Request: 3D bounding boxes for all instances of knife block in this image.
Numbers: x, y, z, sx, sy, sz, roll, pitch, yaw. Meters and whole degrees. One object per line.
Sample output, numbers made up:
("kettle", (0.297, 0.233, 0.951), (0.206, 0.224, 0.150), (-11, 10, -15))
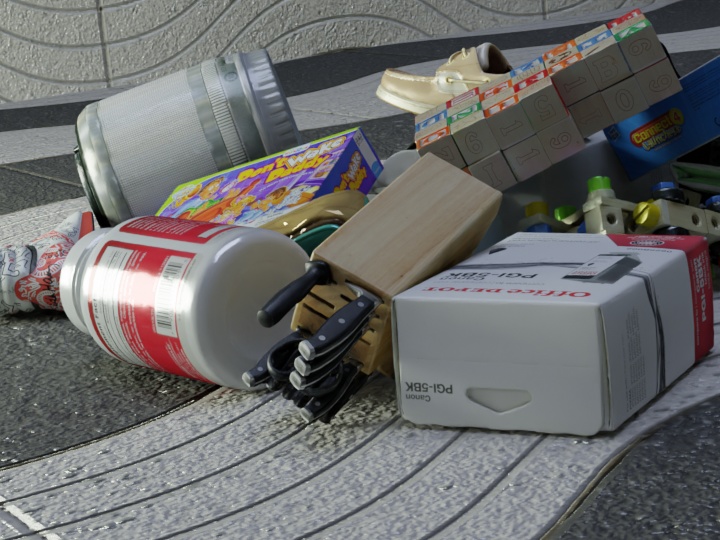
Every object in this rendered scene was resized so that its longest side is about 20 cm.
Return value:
("knife block", (0.006, 0.005, 1.207), (0.064, 0.200, 0.176), (31, -4, 15))

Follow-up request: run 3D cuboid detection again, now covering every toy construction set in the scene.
("toy construction set", (0.220, -0.024, 1.462), (0.200, 0.092, 0.131), (-7, -16, -41))

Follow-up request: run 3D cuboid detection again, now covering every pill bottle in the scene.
("pill bottle", (-0.129, 0.019, 1.347), (0.112, 0.112, 0.200), (-15, 15, -38))

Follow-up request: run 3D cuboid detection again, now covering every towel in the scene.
("towel", (0.363, -0.063, 1.550), (0.152, 0.023, 0.200), (10, 3, 39))

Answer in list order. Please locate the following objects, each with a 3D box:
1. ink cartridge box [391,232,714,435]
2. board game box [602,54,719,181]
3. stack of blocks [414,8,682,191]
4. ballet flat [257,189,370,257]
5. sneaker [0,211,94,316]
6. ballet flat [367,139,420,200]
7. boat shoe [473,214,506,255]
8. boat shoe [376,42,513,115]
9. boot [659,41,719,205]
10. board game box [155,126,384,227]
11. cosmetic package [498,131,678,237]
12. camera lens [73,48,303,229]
("ink cartridge box", (0.128, 0.035, 1.213), (0.147, 0.083, 0.200), (1, 13, 28))
("board game box", (0.326, -0.163, 1.516), (0.196, 0.056, 0.200), (-30, 0, -33))
("stack of blocks", (0.144, -0.125, 1.451), (0.200, 0.059, 0.115), (-26, 15, 8))
("ballet flat", (-0.070, -0.007, 1.445), (0.200, 0.069, 0.063), (-21, 31, 29))
("sneaker", (-0.287, -0.008, 1.661), (0.108, 0.067, 0.201), (-5, 14, -9))
("ballet flat", (0.026, -0.070, 1.616), (0.068, 0.068, 0.200), (-1, -27, -35))
("boat shoe", (0.030, 0.006, 1.389), (0.091, 0.071, 0.200), (1, 24, 33))
("boat shoe", (0.107, -0.158, 1.589), (0.200, 0.069, 0.074), (12, 13, 28))
("boot", (0.324, -0.137, 1.688), (0.158, 0.211, 0.079), (-2, 48, 27))
("board game box", (-0.093, -0.042, 1.563), (0.200, 0.045, 0.134), (-16, 27, 32))
("cosmetic package", (0.185, -0.062, 1.592), (0.085, 0.108, 0.200), (5, 15, 43))
("camera lens", (-0.157, -0.106, 1.754), (0.200, 0.160, 0.160), (-21, 12, 1))
